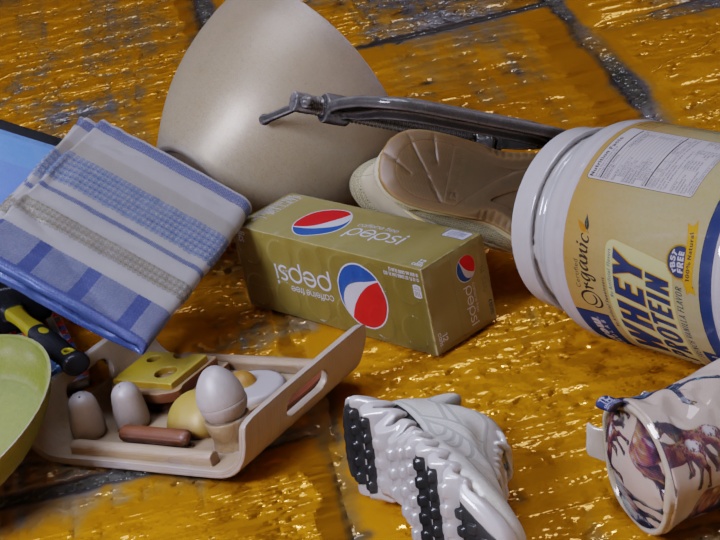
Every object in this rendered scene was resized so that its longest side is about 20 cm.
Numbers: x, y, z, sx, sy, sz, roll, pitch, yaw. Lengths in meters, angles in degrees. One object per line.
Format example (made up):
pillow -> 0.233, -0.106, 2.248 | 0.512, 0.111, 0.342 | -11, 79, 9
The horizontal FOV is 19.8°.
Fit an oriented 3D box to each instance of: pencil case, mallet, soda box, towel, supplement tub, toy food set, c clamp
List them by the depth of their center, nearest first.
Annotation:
pencil case -> 0.228, 0.075, 1.163 | 0.199, 0.078, 0.089 | -21, 39, -19
supplement tub -> 0.206, -0.017, 1.301 | 0.144, 0.145, 0.199 | -28, 28, -34
toy food set -> -0.113, 0.071, 1.358 | 0.199, 0.061, 0.143 | 2, 27, 34
towel -> -0.172, -0.027, 1.428 | 0.146, 0.024, 0.200 | 27, 37, 3
mallet -> -0.221, 0.039, 1.458 | 0.066, 0.041, 0.200 | -21, 21, -27
soda box -> 0.000, 0.000, 1.460 | 0.064, 0.068, 0.199 | -30, 29, -35
c clamp -> 0.046, -0.107, 1.461 | 0.198, 0.027, 0.171 | 9, -5, -18

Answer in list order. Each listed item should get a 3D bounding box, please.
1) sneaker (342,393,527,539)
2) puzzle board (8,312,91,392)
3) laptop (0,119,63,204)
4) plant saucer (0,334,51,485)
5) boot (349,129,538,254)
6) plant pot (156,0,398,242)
sneaker -> 0.056, 0.116, 1.174 | 0.080, 0.076, 0.200 | -10, 22, -18
puzzle board -> -0.290, 0.064, 1.523 | 0.150, 0.018, 0.200 | -18, 23, -13
laptop -> -0.226, -0.043, 1.475 | 0.176, 0.104, 0.200 | 16, 2, -12
plant saucer -> -0.281, 0.117, 1.332 | 0.199, 0.031, 0.201 | -21, 30, 13
boot -> 0.095, -0.043, 1.494 | 0.198, 0.073, 0.155 | 15, -7, -9
plant pot -> -0.080, -0.100, 1.597 | 0.134, 0.201, 0.200 | -42, 34, -23
